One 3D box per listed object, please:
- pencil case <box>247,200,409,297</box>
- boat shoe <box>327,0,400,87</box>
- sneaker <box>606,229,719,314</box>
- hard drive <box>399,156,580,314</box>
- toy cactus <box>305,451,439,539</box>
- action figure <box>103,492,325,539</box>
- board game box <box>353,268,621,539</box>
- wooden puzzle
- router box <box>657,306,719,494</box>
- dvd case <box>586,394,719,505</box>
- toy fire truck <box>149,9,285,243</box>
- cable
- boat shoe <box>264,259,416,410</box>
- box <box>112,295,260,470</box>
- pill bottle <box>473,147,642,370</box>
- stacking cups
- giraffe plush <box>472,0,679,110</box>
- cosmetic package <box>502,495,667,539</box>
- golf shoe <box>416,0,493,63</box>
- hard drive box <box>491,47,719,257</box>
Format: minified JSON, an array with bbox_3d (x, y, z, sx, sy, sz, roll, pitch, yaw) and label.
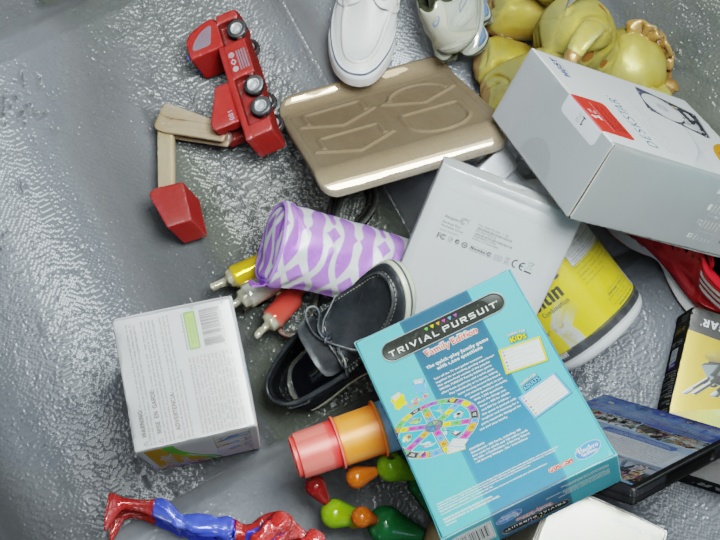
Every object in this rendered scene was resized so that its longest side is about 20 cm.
[{"bbox_3d":[0.000,0.000,1.187,0.198,0.084,0.087,17,98,-16],"label":"pencil case"},{"bbox_3d":[0.007,-0.285,1.277,0.072,0.066,0.203,6,68,2],"label":"boat shoe"},{"bbox_3d":[0.306,-0.046,1.222,0.078,0.116,0.200,-43,84,-14],"label":"sneaker"},{"bbox_3d":[0.097,0.013,1.130,0.130,0.027,0.202,20,115,-4],"label":"hard drive"},{"bbox_3d":[0.061,0.215,1.166,0.198,0.102,0.167,-22,97,-12],"label":"toy cactus"},{"bbox_3d":[-0.131,0.259,1.141,0.197,0.065,0.100,4,67,-2],"label":"action figure"},{"bbox_3d":[0.100,0.113,1.036,0.149,0.047,0.201,-25,51,-1],"label":"board game box"},{"bbox_3d":[0.028,-0.132,1.219,0.183,0.201,0.047,-17,122,-7],"label":"wooden puzzle"},{"bbox_3d":[0.386,0.141,1.214,0.197,0.052,0.159,16,76,0],"label":"router box"},{"bbox_3d":[0.223,0.151,1.103,0.141,0.199,0.018,15,106,38],"label":"dvd case"},{"bbox_3d":[-0.149,-0.144,1.242,0.139,0.049,0.202,-22,68,7],"label":"toy fire truck"},{"bbox_3d":[-0.044,-0.011,1.221,0.200,0.050,0.097,-42,78,-12],"label":"cable"},{"bbox_3d":[-0.020,0.064,1.136,0.062,0.200,0.075,-6,60,-46],"label":"boat shoe"},{"bbox_3d":[-0.147,0.104,1.109,0.100,0.200,0.114,-11,79,-6],"label":"box"},{"bbox_3d":[0.164,-0.013,1.188,0.112,0.112,0.201,-40,94,-12],"label":"pill bottle"},{"bbox_3d":[0.034,0.127,1.109,0.197,0.061,0.061,-15,77,-8],"label":"stacking cups"},{"bbox_3d":[0.229,-0.213,1.252,0.161,0.199,0.175,24,67,-29],"label":"giraffe plush"},{"bbox_3d":[0.183,0.237,1.098,0.102,0.200,0.074,24,78,1],"label":"cosmetic package"},{"bbox_3d":[0.086,-0.312,1.267,0.077,0.097,0.203,-17,60,24],"label":"golf shoe"},{"bbox_3d":[0.238,-0.102,1.121,0.198,0.077,0.157,10,34,-33],"label":"hard drive box"}]
